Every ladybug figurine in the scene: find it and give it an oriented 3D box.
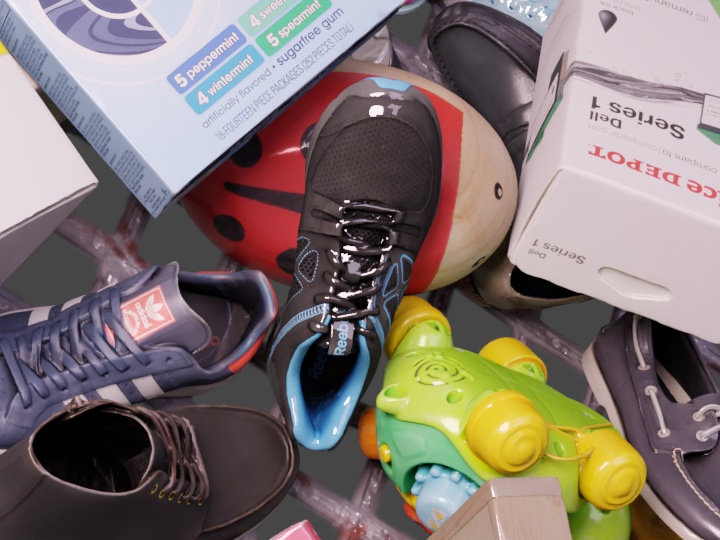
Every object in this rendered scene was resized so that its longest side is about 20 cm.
[{"bbox_3d":[-0.010,-0.044,1.120,0.198,0.137,0.072,8,23,-5],"label":"ladybug figurine"}]

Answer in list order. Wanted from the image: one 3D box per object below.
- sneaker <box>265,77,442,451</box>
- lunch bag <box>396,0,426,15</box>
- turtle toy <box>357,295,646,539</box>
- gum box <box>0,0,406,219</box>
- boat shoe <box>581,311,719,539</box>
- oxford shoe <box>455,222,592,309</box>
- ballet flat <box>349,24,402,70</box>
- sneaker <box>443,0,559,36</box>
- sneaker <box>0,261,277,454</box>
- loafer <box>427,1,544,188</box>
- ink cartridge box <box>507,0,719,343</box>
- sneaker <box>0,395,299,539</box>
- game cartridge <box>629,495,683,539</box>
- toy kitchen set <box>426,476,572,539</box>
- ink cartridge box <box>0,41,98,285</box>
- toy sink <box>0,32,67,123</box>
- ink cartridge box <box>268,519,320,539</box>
[{"bbox_3d":[0.000,0.000,1.053,0.073,0.201,0.082,8,29,-8],"label":"sneaker"},{"bbox_3d":[0.012,-0.253,1.284,0.160,0.077,0.200,35,51,0],"label":"lunch bag"},{"bbox_3d":[0.080,0.105,1.123,0.199,0.101,0.146,24,13,-35],"label":"turtle toy"},{"bbox_3d":[-0.104,-0.155,1.024,0.200,0.045,0.170,48,64,-1],"label":"gum box"},{"bbox_3d":[0.188,0.089,1.182,0.072,0.063,0.201,21,27,-32],"label":"boat shoe"},{"bbox_3d":[0.159,-0.014,1.230,0.199,0.075,0.071,-20,105,-16],"label":"oxford shoe"},{"bbox_3d":[-0.030,-0.156,1.194,0.201,0.073,0.073,56,47,-15],"label":"ballet flat"},{"bbox_3d":[0.138,-0.160,1.331,0.200,0.082,0.074,40,48,-8],"label":"sneaker"},{"bbox_3d":[-0.127,0.035,1.035,0.199,0.084,0.075,-17,76,-40],"label":"sneaker"},{"bbox_3d":[0.116,-0.084,1.283,0.201,0.068,0.071,45,41,-11],"label":"loafer"},{"bbox_3d":[0.173,-0.074,1.183,0.145,0.085,0.201,19,46,-7],"label":"ink cartridge box"},{"bbox_3d":[-0.094,0.099,1.008,0.199,0.106,0.075,-12,72,-39],"label":"sneaker"},{"bbox_3d":[0.220,0.203,1.226,0.199,0.032,0.177,28,52,-16],"label":"game cartridge"},{"bbox_3d":[0.133,0.211,1.036,0.198,0.181,0.164,0,63,-22],"label":"toy kitchen set"},{"bbox_3d":[-0.253,-0.062,0.960,0.144,0.145,0.201,-32,86,-42],"label":"ink cartridge box"},{"bbox_3d":[-0.158,-0.165,1.094,0.200,0.112,0.131,-37,88,-27],"label":"toy sink"},{"bbox_3d":[-0.032,0.239,0.953,0.146,0.083,0.201,-33,86,-10],"label":"ink cartridge box"}]
